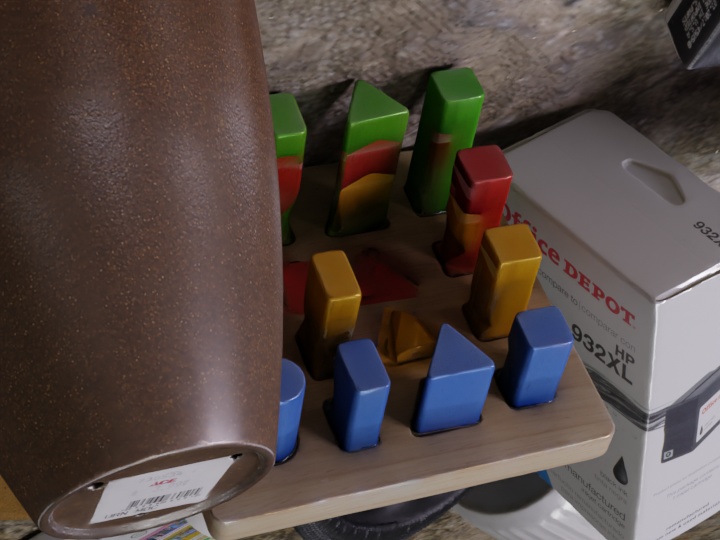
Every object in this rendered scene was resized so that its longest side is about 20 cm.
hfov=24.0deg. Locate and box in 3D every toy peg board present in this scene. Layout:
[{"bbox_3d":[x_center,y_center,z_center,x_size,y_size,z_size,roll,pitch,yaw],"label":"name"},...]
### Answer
[{"bbox_3d":[0.000,0.000,0.799,0.199,0.200,0.098,-11,141,-18],"label":"toy peg board"}]

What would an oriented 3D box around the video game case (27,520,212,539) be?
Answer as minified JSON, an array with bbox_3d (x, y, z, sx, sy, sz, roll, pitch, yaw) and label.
[{"bbox_3d":[-0.203,0.228,1.413,0.200,0.022,0.182,-31,156,28],"label":"video game case"}]

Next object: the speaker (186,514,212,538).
[{"bbox_3d":[-0.053,0.117,1.184,0.081,0.082,0.200,0,153,-40],"label":"speaker"}]

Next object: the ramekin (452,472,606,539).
[{"bbox_3d":[0.127,0.095,1.129,0.202,0.203,0.094,-33,143,33],"label":"ramekin"}]

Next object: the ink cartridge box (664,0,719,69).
[{"bbox_3d":[0.265,-0.172,0.784,0.199,0.047,0.198,-10,156,-15],"label":"ink cartridge box"}]

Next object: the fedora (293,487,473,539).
[{"bbox_3d":[0.010,0.078,1.032,0.200,0.092,0.201,-28,137,-30],"label":"fedora"}]

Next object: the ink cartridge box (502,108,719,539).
[{"bbox_3d":[0.138,0.036,0.931,0.083,0.145,0.201,-25,136,-23],"label":"ink cartridge box"}]

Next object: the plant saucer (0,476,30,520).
[{"bbox_3d":[-0.198,0.127,1.147,0.199,0.036,0.200,-16,159,-7],"label":"plant saucer"}]

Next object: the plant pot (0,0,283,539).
[{"bbox_3d":[-0.104,-0.004,0.669,0.186,0.201,0.187,-16,160,-6],"label":"plant pot"}]
